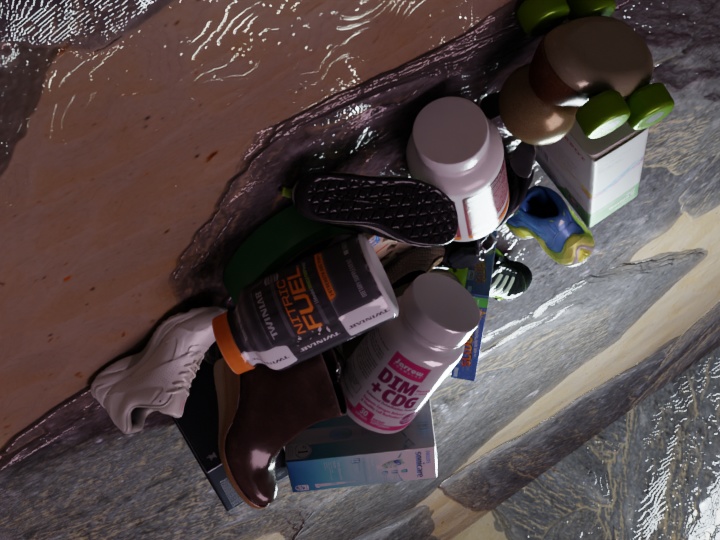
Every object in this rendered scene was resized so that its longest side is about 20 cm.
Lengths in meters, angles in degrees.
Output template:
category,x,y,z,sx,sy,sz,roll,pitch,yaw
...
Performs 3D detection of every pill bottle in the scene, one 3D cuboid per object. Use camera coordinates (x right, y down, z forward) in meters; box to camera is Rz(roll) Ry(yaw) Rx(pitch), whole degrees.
category,x,y,z,sx,sy,sz,roll,pitch,yaw
pill bottle,0.059,0.102,1.698,0.113,0.113,0.200,-12,147,-43
pill bottle,0.114,-0.119,1.592,0.113,0.113,0.200,-32,158,-4
pill bottle,-0.066,0.045,1.540,0.199,0.106,0.106,-26,159,7

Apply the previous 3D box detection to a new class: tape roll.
category,x,y,z,sx,sy,sz,roll,pitch,yaw
tape roll,-0.067,-0.015,1.641,0.200,0.048,0.201,-29,157,-13

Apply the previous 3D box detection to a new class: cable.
category,x,y,z,sx,sy,sz,roll,pitch,yaw
cable,0.155,-0.072,1.780,0.163,0.051,0.200,-59,-174,-17

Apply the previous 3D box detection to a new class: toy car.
category,x,y,z,sx,sy,sz,roll,pitch,yaw
toy car,0.219,-0.195,1.540,0.157,0.165,0.200,-14,160,-41

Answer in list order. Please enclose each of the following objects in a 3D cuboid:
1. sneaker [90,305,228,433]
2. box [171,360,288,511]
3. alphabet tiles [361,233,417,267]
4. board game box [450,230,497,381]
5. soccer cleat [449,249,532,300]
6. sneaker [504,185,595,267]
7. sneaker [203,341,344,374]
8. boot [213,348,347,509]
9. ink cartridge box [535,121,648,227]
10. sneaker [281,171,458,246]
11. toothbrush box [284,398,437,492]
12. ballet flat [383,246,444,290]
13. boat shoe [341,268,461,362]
category,x,y,z,sx,sy,sz,roll,pitch,yaw
sneaker,-0.224,0.124,1.638,0.200,0.100,0.078,-39,158,13
box,-0.180,0.209,1.812,0.107,0.149,0.200,-30,158,-10
alphabet tiles,0.000,0.000,1.679,0.195,0.015,0.200,-36,163,-1
board game box,0.157,0.039,1.862,0.200,0.034,0.136,-73,171,-60
soccer cleat,0.201,0.001,2.039,0.200,0.068,0.081,-7,133,-48
sneaker,0.232,-0.085,1.797,0.076,0.200,0.105,-40,126,-7
sneaker,-0.105,0.103,1.704,0.199,0.087,0.074,10,104,-22
boot,-0.090,0.183,1.626,0.166,0.201,0.072,-11,-176,32
ink cartridge box,0.275,-0.165,1.681,0.087,0.146,0.200,-33,158,-4
sneaker,0.012,-0.075,1.529,0.199,0.072,0.083,14,179,-16
toothbrush box,-0.002,0.207,1.838,0.199,0.147,0.085,-5,142,1
ballet flat,0.030,0.022,1.693,0.200,0.046,0.067,-27,162,-29
boat shoe,0.040,0.052,1.801,0.199,0.075,0.068,-25,-174,6
